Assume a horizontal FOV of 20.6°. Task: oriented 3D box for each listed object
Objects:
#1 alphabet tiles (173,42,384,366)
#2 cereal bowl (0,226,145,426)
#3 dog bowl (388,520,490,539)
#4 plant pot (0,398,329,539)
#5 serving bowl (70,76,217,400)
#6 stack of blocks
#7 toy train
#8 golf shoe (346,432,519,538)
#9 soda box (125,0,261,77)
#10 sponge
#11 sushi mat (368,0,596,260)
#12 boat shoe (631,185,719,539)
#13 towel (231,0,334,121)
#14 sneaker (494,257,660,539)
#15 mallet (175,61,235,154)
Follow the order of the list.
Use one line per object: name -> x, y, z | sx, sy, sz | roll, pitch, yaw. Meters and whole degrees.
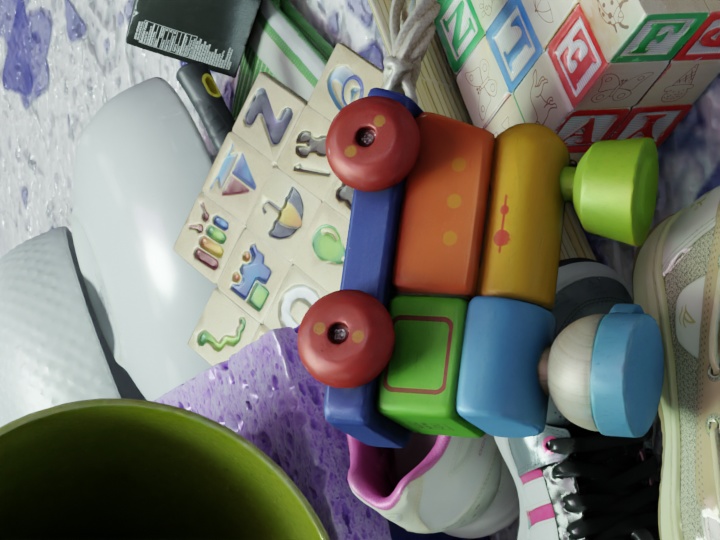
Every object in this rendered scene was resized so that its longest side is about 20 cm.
alphabet tiles -> 0.000, 0.000, 0.901 | 0.200, 0.006, 0.167 | 37, 109, 30
cereal bowl -> -0.173, 0.079, 1.161 | 0.200, 0.083, 0.200 | 157, 90, -87
dog bowl -> -0.011, 0.173, 0.971 | 0.200, 0.079, 0.200 | 17, 110, 60
plant pot -> -0.116, 0.166, 0.864 | 0.200, 0.187, 0.187 | 131, 129, -71
serving bowl -> -0.111, 0.001, 1.064 | 0.200, 0.066, 0.200 | 162, 90, -76
stack of blocks -> 0.071, -0.145, 0.785 | 0.115, 0.059, 0.200 | -54, 49, 51
toy train -> 0.054, -0.036, 0.705 | 0.116, 0.085, 0.200 | 3, 75, 21
golf shoe -> 0.027, 0.011, 0.822 | 0.075, 0.091, 0.200 | -11, 80, 35
soda box -> -0.063, -0.199, 0.994 | 0.071, 0.063, 0.200 | -85, 14, -47
sponge -> -0.055, 0.101, 0.916 | 0.200, 0.030, 0.112 | -31, 74, 58
sushi mat -> 0.045, -0.073, 0.818 | 0.012, 0.096, 0.200 | -35, 62, 33
boat shoe -> 0.146, 0.065, 0.679 | 0.063, 0.073, 0.201 | 139, 129, -57
towel -> -0.036, -0.028, 1.043 | 0.153, 0.023, 0.200 | 50, 138, 47
sneaker -> 0.100, 0.105, 0.748 | 0.121, 0.084, 0.200 | -142, 45, -59
mallet -> -0.033, -0.015, 0.972 | 0.041, 0.066, 0.200 | -37, 66, 35
